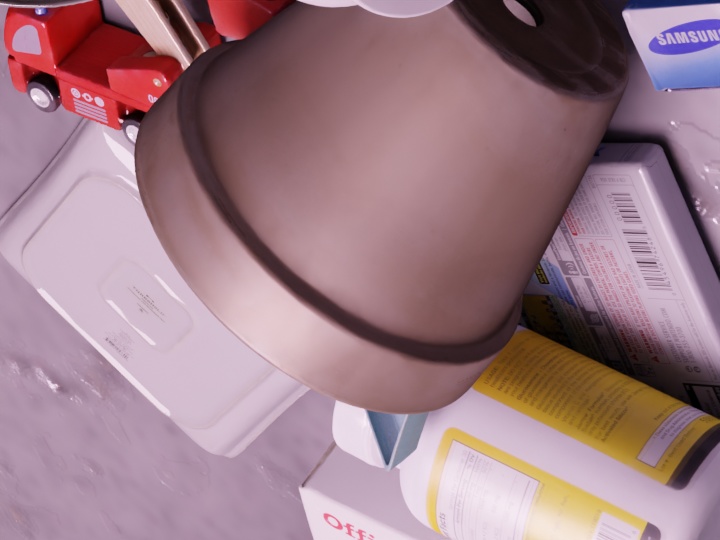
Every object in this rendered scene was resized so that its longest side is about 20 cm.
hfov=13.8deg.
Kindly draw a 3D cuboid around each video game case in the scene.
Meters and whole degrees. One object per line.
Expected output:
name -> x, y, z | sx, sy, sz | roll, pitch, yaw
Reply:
video game case -> 0.110, 0.020, 1.493 | 0.182, 0.022, 0.200 | 3, 130, 43

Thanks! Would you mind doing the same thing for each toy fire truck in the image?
toy fire truck -> -0.104, -0.125, 1.519 | 0.200, 0.049, 0.141 | 23, 141, 27

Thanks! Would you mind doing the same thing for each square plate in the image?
square plate -> -0.113, 0.014, 1.698 | 0.200, 0.028, 0.198 | 44, 145, -3

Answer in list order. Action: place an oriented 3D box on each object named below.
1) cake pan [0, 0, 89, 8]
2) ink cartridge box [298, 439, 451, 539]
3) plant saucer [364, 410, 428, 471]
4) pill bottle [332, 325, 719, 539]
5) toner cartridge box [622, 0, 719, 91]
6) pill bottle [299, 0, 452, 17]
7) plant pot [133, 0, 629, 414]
cake pan -> -0.155, -0.216, 1.371 | 0.200, 0.037, 0.201 | 0, 107, 1
ink cartridge box -> 0.059, 0.174, 1.636 | 0.145, 0.083, 0.200 | 22, 147, 28
plant saucer -> 0.000, 0.000, 1.464 | 0.070, 0.019, 0.200 | 106, 153, -47
pill bottle -> 0.091, 0.094, 1.474 | 0.200, 0.112, 0.112 | 26, 142, 23
toner cartridge box -> 0.211, -0.118, 1.181 | 0.200, 0.095, 0.043 | -1, 126, 44
pill bottle -> -0.022, -0.178, 1.268 | 0.200, 0.112, 0.112 | 38, 155, 53
plant pot -> 0.025, -0.063, 1.348 | 0.200, 0.200, 0.174 | 42, 123, -1
